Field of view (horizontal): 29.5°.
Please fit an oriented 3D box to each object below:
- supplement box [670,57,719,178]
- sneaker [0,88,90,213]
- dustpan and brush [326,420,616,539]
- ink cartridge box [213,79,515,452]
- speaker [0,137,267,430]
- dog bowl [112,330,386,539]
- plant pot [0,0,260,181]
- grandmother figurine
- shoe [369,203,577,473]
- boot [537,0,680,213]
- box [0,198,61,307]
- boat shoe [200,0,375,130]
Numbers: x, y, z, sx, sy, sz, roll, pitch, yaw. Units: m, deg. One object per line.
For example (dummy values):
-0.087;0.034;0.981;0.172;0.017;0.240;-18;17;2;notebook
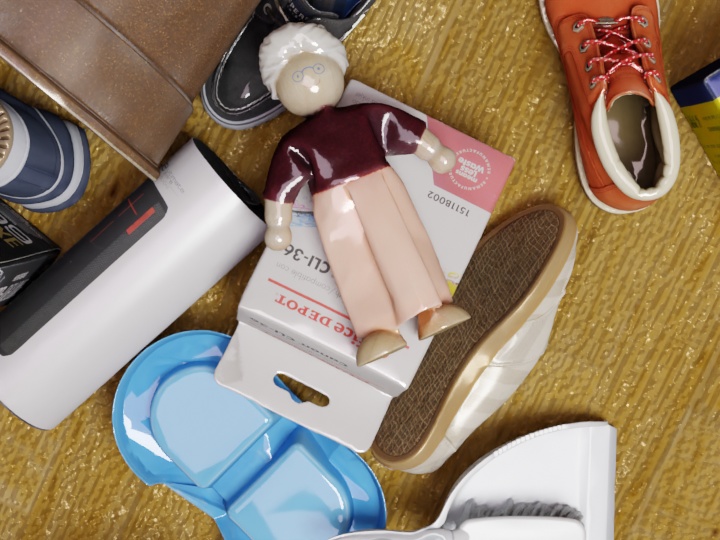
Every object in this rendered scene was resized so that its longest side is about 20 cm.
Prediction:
0.293;-0.055;0.837;0.109;0.109;0.200;-30;93;4;supplement box
-0.253;-0.107;0.880;0.200;0.108;0.070;42;98;29;sneaker
0.073;0.168;0.873;0.200;0.057;0.140;0;95;-6;dustpan and brush
0.000;0.000;0.847;0.116;0.068;0.200;25;79;-1;ink cartridge box
-0.150;0.008;0.872;0.200;0.081;0.081;-41;92;5;speaker
-0.070;0.123;0.894;0.111;0.050;0.200;-45;92;5;dog bowl
-0.139;-0.192;0.808;0.200;0.200;0.198;38;88;-1;plant pot
-0.002;-0.052;0.795;0.121;0.061;0.200;-22;85;-18;grandmother figurine
0.078;0.046;0.885;0.053;0.070;0.200;34;91;-44;shoe
0.157;-0.134;0.838;0.075;0.107;0.200;-12;93;5;boot
-0.291;-0.052;0.834;0.200;0.158;0.050;39;95;-1;box
-0.027;-0.169;0.860;0.200;0.066;0.070;-42;92;4;boat shoe
